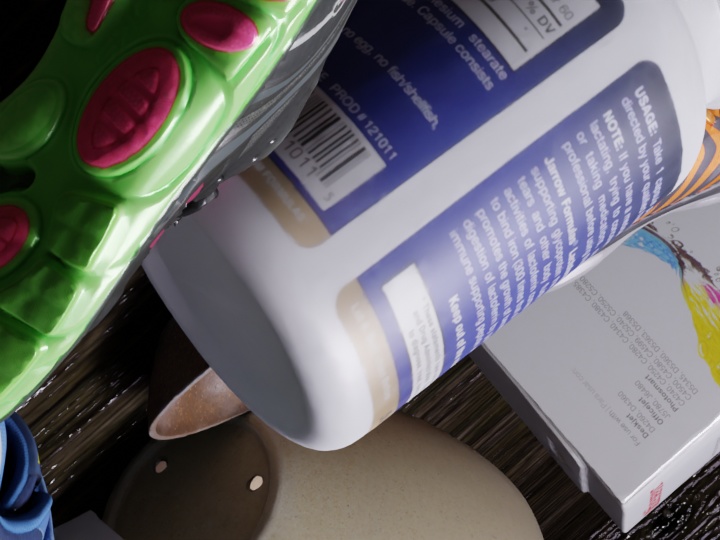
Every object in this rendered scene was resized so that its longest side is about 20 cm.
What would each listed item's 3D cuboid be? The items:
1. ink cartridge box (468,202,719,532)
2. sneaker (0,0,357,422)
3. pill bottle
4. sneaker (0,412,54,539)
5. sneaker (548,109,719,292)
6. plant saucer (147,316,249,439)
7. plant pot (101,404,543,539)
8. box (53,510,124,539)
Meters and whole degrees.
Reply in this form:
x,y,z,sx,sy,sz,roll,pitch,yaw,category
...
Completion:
x,y,z,sx,sy,sz,roll,pitch,yaw,category
0.164,0.014,1.124,0.200,0.146,0.147,-41,167,-3,ink cartridge box
-0.062,-0.027,0.545,0.200,0.077,0.084,-44,162,14,sneaker
0.032,-0.047,0.652,0.199,0.116,0.116,-36,165,-18,pill bottle
-0.133,0.086,0.705,0.082,0.074,0.200,-42,168,-10,sneaker
0.133,-0.066,0.946,0.200,0.078,0.112,-39,167,-10,sneaker
0.000,0.000,0.818,0.199,0.035,0.200,-29,170,-5,plant saucer
-0.036,0.130,0.923,0.200,0.200,0.134,-42,132,3,plant pot
-0.141,0.172,0.768,0.199,0.136,0.038,-25,128,-30,box
